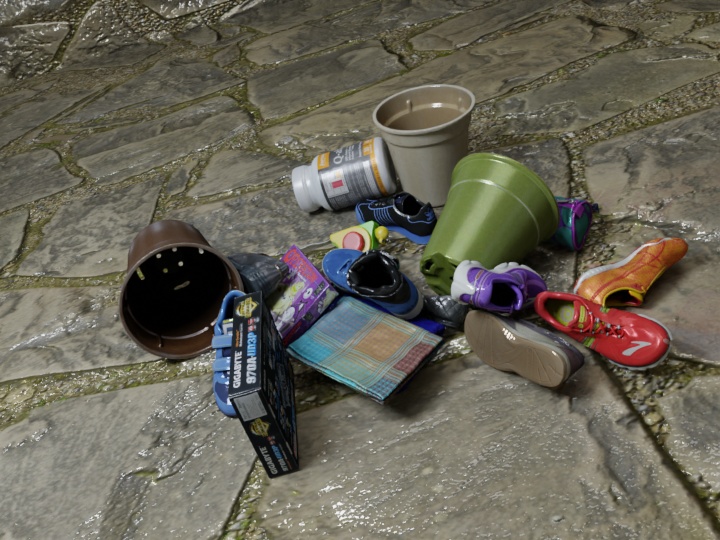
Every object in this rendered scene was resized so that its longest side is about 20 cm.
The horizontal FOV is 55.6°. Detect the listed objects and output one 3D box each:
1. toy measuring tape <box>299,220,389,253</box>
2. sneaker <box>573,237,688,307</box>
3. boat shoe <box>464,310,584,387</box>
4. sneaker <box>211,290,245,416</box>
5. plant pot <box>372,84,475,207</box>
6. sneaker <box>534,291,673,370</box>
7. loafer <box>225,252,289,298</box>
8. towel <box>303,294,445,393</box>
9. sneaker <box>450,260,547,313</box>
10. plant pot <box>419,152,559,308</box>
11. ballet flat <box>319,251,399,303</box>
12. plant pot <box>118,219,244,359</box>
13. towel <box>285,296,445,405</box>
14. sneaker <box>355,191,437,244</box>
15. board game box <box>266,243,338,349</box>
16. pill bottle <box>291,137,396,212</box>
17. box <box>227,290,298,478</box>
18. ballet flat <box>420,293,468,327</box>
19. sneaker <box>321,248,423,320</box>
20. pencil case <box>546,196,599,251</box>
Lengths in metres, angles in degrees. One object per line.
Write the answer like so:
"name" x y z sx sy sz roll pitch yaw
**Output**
"toy measuring tape" -0.035 -0.031 1.246 0.197 0.074 0.074 -19 32 23
"sneaker" 0.417 0.014 1.033 0.198 0.073 0.078 -27 58 -10
"boat shoe" 0.226 0.105 0.965 0.064 0.073 0.199 -6 15 -32
"sneaker" -0.194 0.122 1.047 0.072 0.083 0.203 -6 56 4
"plant pot" 0.135 -0.237 1.347 0.196 0.186 0.202 -9 36 6
"sneaker" 0.321 0.078 0.935 0.198 0.084 0.078 20 90 48
"loafer" -0.182 0.003 1.182 0.072 0.074 0.199 -31 25 -18
"towel" 0.014 0.102 1.052 0.198 0.050 0.148 16 46 34
"sneaker" 0.214 0.037 0.990 0.198 0.082 0.083 2 19 -44
"plant pot" 0.189 -0.049 1.099 0.198 0.202 0.191 18 58 36
"ballet flat" -0.030 0.010 1.171 0.198 0.070 0.071 -28 50 -13
"plant pot" -0.316 0.013 1.174 0.197 0.203 0.198 -22 29 -12
"towel" 0.004 0.108 0.988 0.198 0.022 0.146 19 47 40
"sneaker" 0.065 -0.116 1.300 0.198 0.079 0.070 20 48 37
"board game box" -0.114 0.038 1.130 0.120 0.032 0.200 -45 30 -1
"pill bottle" -0.033 -0.189 1.390 0.196 0.118 0.117 -14 35 14
"box" -0.131 0.151 0.941 0.045 0.161 0.201 -15 36 3
"ballet flat" 0.086 0.036 1.094 0.198 0.058 0.066 20 4 30
"sneaker" 0.001 -0.001 1.050 0.199 0.111 0.077 32 80 36
"pencil case" 0.305 -0.104 1.191 0.198 0.094 0.085 23 49 41
